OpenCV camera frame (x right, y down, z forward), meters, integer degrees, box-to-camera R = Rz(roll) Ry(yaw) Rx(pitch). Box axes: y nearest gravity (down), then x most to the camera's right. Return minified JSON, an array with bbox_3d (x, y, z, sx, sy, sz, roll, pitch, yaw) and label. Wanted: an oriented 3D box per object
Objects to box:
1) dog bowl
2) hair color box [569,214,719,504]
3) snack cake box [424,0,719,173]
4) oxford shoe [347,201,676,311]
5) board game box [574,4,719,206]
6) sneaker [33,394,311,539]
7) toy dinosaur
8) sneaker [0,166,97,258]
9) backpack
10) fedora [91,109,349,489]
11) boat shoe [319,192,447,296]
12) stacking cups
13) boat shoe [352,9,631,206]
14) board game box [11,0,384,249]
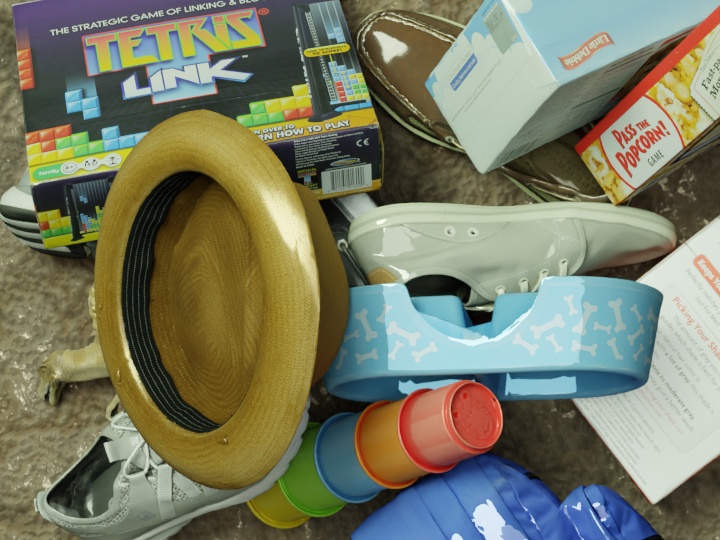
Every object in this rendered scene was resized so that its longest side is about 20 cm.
[{"bbox_3d":[0.068,0.042,0.974,0.199,0.111,0.050,-2,76,9],"label":"dog bowl"},{"bbox_3d":[0.218,0.035,1.044,0.200,0.064,0.111,-38,82,4],"label":"hair color box"},{"bbox_3d":[0.148,-0.140,0.999,0.199,0.115,0.067,-26,78,-27],"label":"snack cake box"},{"bbox_3d":[0.090,-0.006,1.023,0.199,0.075,0.058,-2,70,-16],"label":"oxford shoe"},{"bbox_3d":[0.225,-0.123,0.963,0.151,0.200,0.046,-30,81,-30],"label":"board game box"},{"bbox_3d":[-0.109,0.108,1.027,0.200,0.082,0.075,-41,55,26],"label":"sneaker"},{"bbox_3d":[-0.118,0.028,1.086,0.200,0.058,0.101,-43,81,1],"label":"toy dinosaur"},{"bbox_3d":[-0.116,-0.060,1.071,0.199,0.075,0.116,11,63,16],"label":"sneaker"},{"bbox_3d":[0.098,0.197,1.000,0.168,0.163,0.200,-38,69,-7],"label":"backpack"},{"bbox_3d":[-0.064,0.014,0.937,0.200,0.082,0.202,10,104,45],"label":"fedora"},{"bbox_3d":[0.000,0.000,1.074,0.066,0.070,0.200,-39,90,1],"label":"boat shoe"},{"bbox_3d":[0.009,0.106,1.002,0.060,0.200,0.061,12,69,-35],"label":"stacking cups"},{"bbox_3d":[0.081,-0.101,1.065,0.202,0.075,0.075,32,89,8],"label":"boat shoe"},{"bbox_3d":[-0.099,-0.104,1.036,0.199,0.057,0.166,-11,48,-7],"label":"board game box"}]
